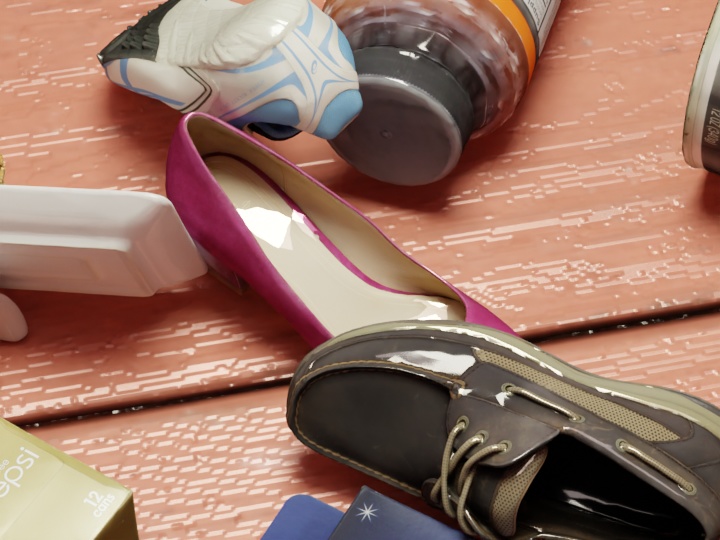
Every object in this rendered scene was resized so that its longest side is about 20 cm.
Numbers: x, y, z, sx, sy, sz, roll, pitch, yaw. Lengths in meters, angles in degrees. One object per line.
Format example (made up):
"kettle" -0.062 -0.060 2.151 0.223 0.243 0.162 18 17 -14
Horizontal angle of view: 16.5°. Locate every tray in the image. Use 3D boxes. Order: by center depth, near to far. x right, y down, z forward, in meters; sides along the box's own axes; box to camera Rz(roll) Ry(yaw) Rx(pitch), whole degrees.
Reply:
"tray" -0.173 -0.013 1.094 0.199 0.107 0.022 3 72 8

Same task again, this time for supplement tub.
"supplement tub" 0.043 -0.135 1.197 0.107 0.107 0.200 15 52 12

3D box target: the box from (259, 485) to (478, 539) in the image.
"box" 0.030 0.164 1.000 0.199 0.032 0.121 23 54 18

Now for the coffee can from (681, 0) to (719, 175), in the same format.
"coffee can" 0.266 -0.079 1.126 0.199 0.147 0.147 22 54 18

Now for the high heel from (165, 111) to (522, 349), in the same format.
"high heel" 0.000 0.000 1.085 0.200 0.096 0.067 35 67 22

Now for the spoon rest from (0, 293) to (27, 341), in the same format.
"spoon rest" -0.206 0.075 1.052 0.099 0.061 0.200 16 52 13

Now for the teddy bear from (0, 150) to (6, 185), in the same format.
"teddy bear" -0.260 -0.060 1.120 0.199 0.145 0.067 -1 75 6

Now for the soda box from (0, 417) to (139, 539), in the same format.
"soda box" -0.118 0.146 0.902 0.064 0.200 0.068 26 55 20

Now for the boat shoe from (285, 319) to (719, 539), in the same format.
"boat shoe" 0.063 0.073 1.033 0.199 0.075 0.073 10 26 8

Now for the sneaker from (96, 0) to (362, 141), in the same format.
"sneaker" -0.064 -0.092 1.152 0.072 0.073 0.200 -38 22 -17
